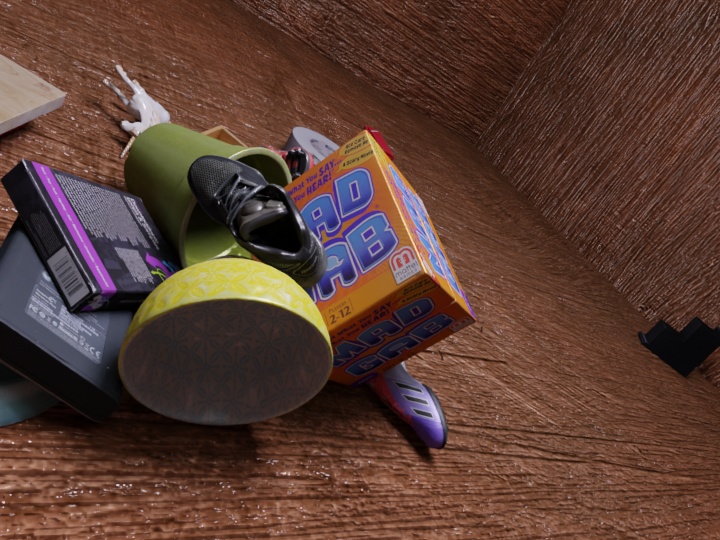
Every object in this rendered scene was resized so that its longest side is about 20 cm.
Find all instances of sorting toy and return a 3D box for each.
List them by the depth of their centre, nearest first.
[{"bbox_3d":[-0.518,-0.225,0.680,0.196,0.070,0.201,30,25,-15],"label":"sorting toy"}]

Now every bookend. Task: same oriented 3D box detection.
[{"bbox_3d":[1.153,0.236,1.962,0.198,0.201,0.092,36,26,4],"label":"bookend"}]

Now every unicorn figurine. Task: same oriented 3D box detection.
[{"bbox_3d":[-0.383,-0.279,0.947,0.138,0.074,0.200,47,18,-2],"label":"unicorn figurine"}]

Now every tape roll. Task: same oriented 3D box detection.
[{"bbox_3d":[-0.094,-0.261,1.324,0.196,0.067,0.202,30,26,-15],"label":"tape roll"}]

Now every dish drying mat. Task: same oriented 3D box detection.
[{"bbox_3d":[0.068,-0.465,1.966,0.075,0.018,0.202,23,28,-31],"label":"dish drying mat"}]

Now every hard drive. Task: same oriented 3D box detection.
[{"bbox_3d":[-0.278,0.027,0.517,0.140,0.032,0.202,52,7,-35],"label":"hard drive"}]

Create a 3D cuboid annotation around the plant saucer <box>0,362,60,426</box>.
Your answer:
[{"bbox_3d":[-0.342,0.048,0.484,0.196,0.028,0.202,31,24,-15],"label":"plant saucer"}]

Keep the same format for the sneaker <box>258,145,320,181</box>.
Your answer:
[{"bbox_3d":[-0.145,-0.202,1.077,0.196,0.074,0.096,12,3,40],"label":"sneaker"}]

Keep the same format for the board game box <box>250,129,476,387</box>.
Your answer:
[{"bbox_3d":[0.000,0.000,0.696,0.199,0.196,0.205,34,30,-57],"label":"board game box"}]

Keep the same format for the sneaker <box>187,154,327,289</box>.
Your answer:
[{"bbox_3d":[-0.118,-0.071,0.571,0.199,0.076,0.115,44,-9,16],"label":"sneaker"}]

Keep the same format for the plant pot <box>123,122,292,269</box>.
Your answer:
[{"bbox_3d":[-0.226,-0.112,0.760,0.187,0.205,0.198,33,21,24],"label":"plant pot"}]

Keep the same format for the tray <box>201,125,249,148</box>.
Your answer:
[{"bbox_3d":[-0.180,-0.150,0.889,0.198,0.037,0.099,40,29,-3],"label":"tray"}]

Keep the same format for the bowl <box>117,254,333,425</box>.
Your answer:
[{"bbox_3d":[-0.125,0.052,0.532,0.196,0.201,0.110,20,40,-30],"label":"bowl"}]

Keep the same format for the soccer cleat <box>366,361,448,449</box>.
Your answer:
[{"bbox_3d":[0.049,0.168,0.767,0.071,0.069,0.202,-9,49,-32],"label":"soccer cleat"}]

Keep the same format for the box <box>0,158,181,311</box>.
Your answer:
[{"bbox_3d":[-0.267,-0.028,0.585,0.145,0.036,0.200,58,7,7],"label":"box"}]
